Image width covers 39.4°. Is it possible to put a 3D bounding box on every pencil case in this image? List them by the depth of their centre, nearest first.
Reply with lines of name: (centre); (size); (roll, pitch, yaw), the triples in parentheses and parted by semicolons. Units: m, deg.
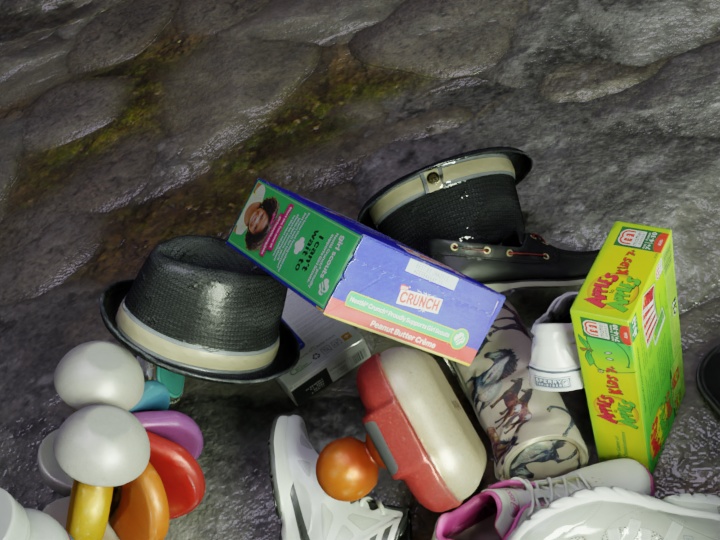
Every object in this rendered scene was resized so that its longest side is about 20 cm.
pencil case: (0.132, 0.113, 0.908); (0.089, 0.078, 0.200); (-25, 41, 4)

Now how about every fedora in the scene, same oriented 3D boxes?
fedora: (-0.143, 0.027, 0.967); (0.200, 0.092, 0.201); (19, 22, -8)
fedora: (0.100, -0.050, 1.066); (0.200, 0.201, 0.092); (-20, 75, 1)

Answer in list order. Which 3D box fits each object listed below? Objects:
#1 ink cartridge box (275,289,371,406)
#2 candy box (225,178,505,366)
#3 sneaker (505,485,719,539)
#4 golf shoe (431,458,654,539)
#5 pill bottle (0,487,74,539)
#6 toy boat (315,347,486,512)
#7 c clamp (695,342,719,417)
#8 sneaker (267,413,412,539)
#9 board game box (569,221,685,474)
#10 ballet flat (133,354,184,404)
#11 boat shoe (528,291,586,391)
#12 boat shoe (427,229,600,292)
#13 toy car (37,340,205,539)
ink cartridge box: (-0.080, 0.056, 1.088); (0.095, 0.037, 0.200); (-34, 45, -13)
candy box: (0.000, 0.000, 0.897); (0.200, 0.169, 0.077); (28, 94, 55)
sneaker: (0.202, 0.210, 0.738); (0.200, 0.075, 0.082); (1, 48, -15)
golf shoe: (0.146, 0.198, 0.804); (0.200, 0.092, 0.075); (-26, 40, -8)
pill bottle: (-0.270, 0.265, 0.818); (0.109, 0.200, 0.109); (-11, 43, 11)
toy boat: (0.023, 0.142, 0.820); (0.131, 0.200, 0.131); (-30, 79, 5)
c clamp: (0.394, 0.108, 0.850); (0.171, 0.027, 0.200); (-33, 44, -5)
sneaker: (-0.016, 0.208, 0.886); (0.115, 0.076, 0.201); (-11, 49, -2)
board game box: (0.224, 0.069, 0.825); (0.048, 0.200, 0.102); (12, 51, 32)
ballet flat: (-0.219, 0.070, 1.110); (0.072, 0.072, 0.201); (-8, 42, 14)
boat shoe: (0.198, 0.050, 0.892); (0.073, 0.065, 0.200); (-2, 10, 22)
boat shoe: (0.162, -0.009, 0.989); (0.201, 0.063, 0.074); (-3, -1, -15)
toy car: (-0.220, 0.175, 0.948); (0.150, 0.175, 0.200); (7, 36, -21)
